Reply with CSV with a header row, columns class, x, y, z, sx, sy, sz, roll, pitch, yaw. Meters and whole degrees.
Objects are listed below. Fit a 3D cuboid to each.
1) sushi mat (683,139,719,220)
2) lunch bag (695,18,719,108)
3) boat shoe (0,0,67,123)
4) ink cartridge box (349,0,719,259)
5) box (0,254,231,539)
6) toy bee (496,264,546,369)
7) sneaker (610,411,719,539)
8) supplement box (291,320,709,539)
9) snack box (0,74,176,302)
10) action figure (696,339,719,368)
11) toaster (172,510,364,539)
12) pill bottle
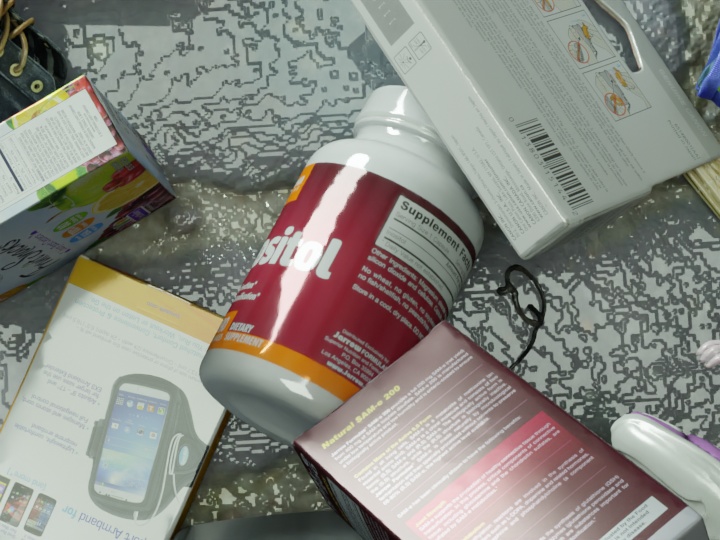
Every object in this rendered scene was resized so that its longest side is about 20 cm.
class,x,y,z,sx,sy,sz,roll,pitch,yaw
sushi mat,0.289,-0.013,1.081,0.096,0.012,0.200,-38,84,-1
lunch bag,0.304,-0.152,1.038,0.170,0.127,0.200,24,76,4
boat shoe,-0.214,-0.137,1.034,0.091,0.200,0.071,8,51,-3
ink cartridge box,0.101,-0.117,1.047,0.045,0.176,0.200,-41,77,41
box,-0.151,0.105,1.074,0.119,0.041,0.200,24,88,4
toy bee,0.081,0.114,1.042,0.109,0.200,0.131,-31,121,26
sneaker,0.189,0.167,0.964,0.100,0.075,0.200,-37,83,-3
supplement box,0.068,0.119,0.898,0.109,0.061,0.200,-37,44,-14
snack box,-0.185,-0.036,1.006,0.142,0.200,0.053,-29,85,-1
action figure,0.283,0.061,1.005,0.149,0.134,0.200,-32,63,13
toaster,-0.028,0.226,1.004,0.181,0.119,0.200,-4,99,1
pill bottle,0.000,0.000,1.032,0.113,0.113,0.200,26,71,4
